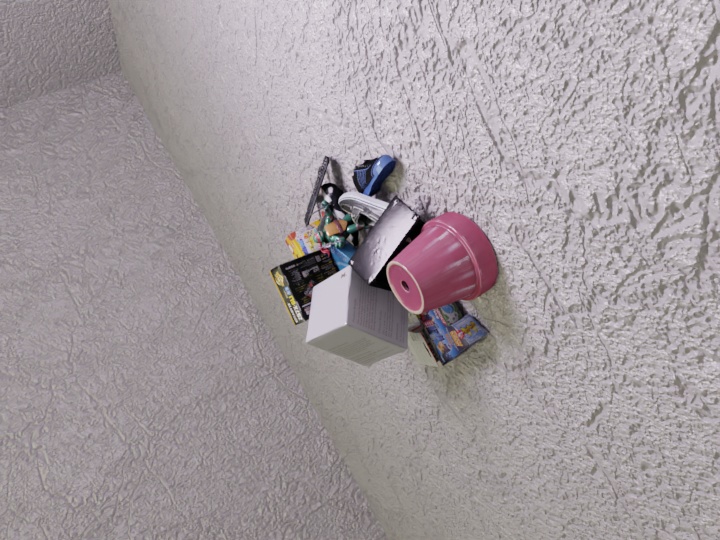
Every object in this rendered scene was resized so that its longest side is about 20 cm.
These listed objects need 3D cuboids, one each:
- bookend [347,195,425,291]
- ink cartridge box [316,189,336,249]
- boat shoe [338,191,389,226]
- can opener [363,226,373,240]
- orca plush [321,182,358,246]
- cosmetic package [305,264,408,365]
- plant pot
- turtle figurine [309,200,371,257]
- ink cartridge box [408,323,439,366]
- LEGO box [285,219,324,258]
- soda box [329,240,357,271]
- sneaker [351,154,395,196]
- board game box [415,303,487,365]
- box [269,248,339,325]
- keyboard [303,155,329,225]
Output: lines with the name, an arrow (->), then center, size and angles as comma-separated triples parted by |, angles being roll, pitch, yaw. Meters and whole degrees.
bookend -> 0.106, -0.051, 1.351 | 0.200, 0.199, 0.092 | 17, -156, -52
ink cartridge box -> -0.108, -0.126, 1.646 | 0.050, 0.200, 0.163 | 6, 133, 15
boat shoe -> 0.008, -0.147, 1.404 | 0.200, 0.071, 0.072 | 18, 162, 44
can opener -> 0.049, -0.090, 1.499 | 0.079, 0.063, 0.200 | 43, 161, -9
orca plush -> -0.039, -0.168, 1.584 | 0.071, 0.105, 0.201 | -27, 79, 34
cosmetic package -> -0.004, 0.119, 1.408 | 0.166, 0.200, 0.168 | -30, 45, 43
plant pot -> 0.164, -0.002, 1.205 | 0.200, 0.179, 0.200 | 46, 153, 31
turtle figurine -> -0.062, -0.121, 1.505 | 0.150, 0.199, 0.101 | 60, 166, 18
ink cartridge box -> 0.179, 0.204, 1.539 | 0.109, 0.050, 0.200 | 61, 167, 0
LEGO box -> -0.128, -0.053, 1.806 | 0.200, 0.149, 0.077 | 59, 158, 4
soda box -> 0.000, 0.000, 1.554 | 0.200, 0.068, 0.064 | 38, 125, 19
sneaker -> 0.023, -0.243, 1.366 | 0.078, 0.070, 0.200 | 52, 158, 4
board game box -> 0.223, 0.133, 1.382 | 0.201, 0.062, 0.200 | 62, 159, 2
box -> -0.130, 0.037, 1.489 | 0.049, 0.200, 0.160 | -23, 92, 41
keyboard -> -0.129, -0.236, 1.612 | 0.127, 0.021, 0.201 | -105, 35, -73
